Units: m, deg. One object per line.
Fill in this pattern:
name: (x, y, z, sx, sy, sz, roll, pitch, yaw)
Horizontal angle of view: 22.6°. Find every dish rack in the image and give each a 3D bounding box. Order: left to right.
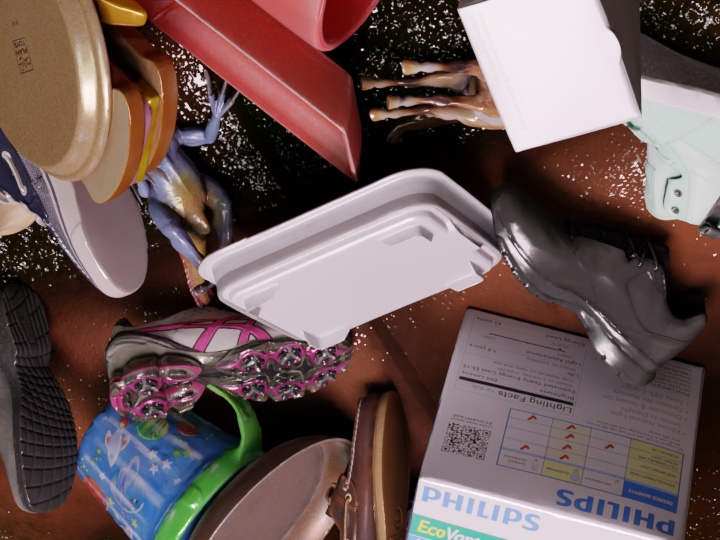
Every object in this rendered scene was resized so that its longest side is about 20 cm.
dish rack: (0.000, 0.000, 1.320, 0.199, 0.044, 0.171, -24, 154, 19)

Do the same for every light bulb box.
light bulb box: (0.146, 0.156, 1.366, 0.197, 0.201, 0.125, 14, 129, 6)

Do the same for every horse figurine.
horse figurine: (0.075, -0.118, 1.225, 0.131, 0.200, 0.050, 0, 89, -12)

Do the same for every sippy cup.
sippy cup: (-0.165, 0.170, 1.511, 0.130, 0.178, 0.140, 38, 165, 17)

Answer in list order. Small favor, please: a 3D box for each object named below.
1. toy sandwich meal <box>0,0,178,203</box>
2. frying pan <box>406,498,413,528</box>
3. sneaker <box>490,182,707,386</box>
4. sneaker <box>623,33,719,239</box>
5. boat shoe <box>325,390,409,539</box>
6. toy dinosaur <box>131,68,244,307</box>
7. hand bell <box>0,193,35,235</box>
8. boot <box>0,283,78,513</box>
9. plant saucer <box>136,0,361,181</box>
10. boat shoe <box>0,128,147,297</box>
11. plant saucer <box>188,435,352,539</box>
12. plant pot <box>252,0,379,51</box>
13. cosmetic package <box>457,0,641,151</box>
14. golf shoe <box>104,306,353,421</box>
toy sandwich meal: (-0.201, -0.153, 1.251, 0.205, 0.070, 0.207, 30, 128, 46)
frying pan: (0.040, 0.233, 1.509, 0.031, 0.116, 0.190, 14, 150, -37)
sneaker: (0.176, -0.005, 1.327, 0.091, 0.076, 0.200, -38, 116, 25)
sneaker: (0.194, -0.092, 1.238, 0.199, 0.074, 0.119, 20, 125, -2)
boat shoe: (0.003, 0.200, 1.473, 0.070, 0.070, 0.202, -3, 82, 22)
toy dinosaur: (-0.158, -0.067, 1.362, 0.182, 0.105, 0.200, 49, 140, 3)
hand bell: (-0.325, -0.013, 1.374, 0.103, 0.201, 0.105, 8, 128, 10)
boot: (-0.312, 0.119, 1.509, 0.130, 0.202, 0.068, -23, 160, 30)
plant saucer: (-0.073, -0.148, 1.212, 0.200, 0.200, 0.037, 39, 86, 6)
boat shoe: (-0.238, -0.065, 1.373, 0.092, 0.075, 0.201, -21, 93, 35)
plant saucer: (-0.081, 0.211, 1.501, 0.032, 0.200, 0.201, 40, 134, 24)
plant pot: (-0.051, -0.264, 1.118, 0.176, 0.201, 0.201, 28, 130, 9)
cosmetic package: (0.122, -0.176, 1.113, 0.084, 0.201, 0.108, -14, 121, 19)
golf shoe: (-0.106, 0.058, 1.445, 0.198, 0.093, 0.073, -6, 138, -8)
